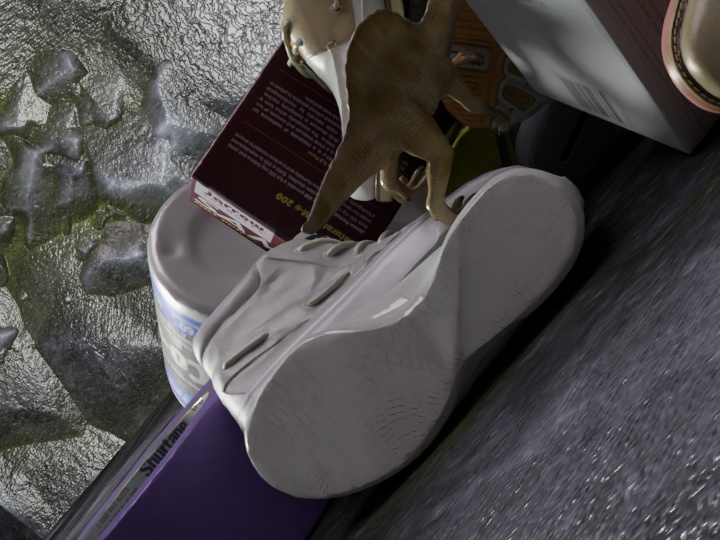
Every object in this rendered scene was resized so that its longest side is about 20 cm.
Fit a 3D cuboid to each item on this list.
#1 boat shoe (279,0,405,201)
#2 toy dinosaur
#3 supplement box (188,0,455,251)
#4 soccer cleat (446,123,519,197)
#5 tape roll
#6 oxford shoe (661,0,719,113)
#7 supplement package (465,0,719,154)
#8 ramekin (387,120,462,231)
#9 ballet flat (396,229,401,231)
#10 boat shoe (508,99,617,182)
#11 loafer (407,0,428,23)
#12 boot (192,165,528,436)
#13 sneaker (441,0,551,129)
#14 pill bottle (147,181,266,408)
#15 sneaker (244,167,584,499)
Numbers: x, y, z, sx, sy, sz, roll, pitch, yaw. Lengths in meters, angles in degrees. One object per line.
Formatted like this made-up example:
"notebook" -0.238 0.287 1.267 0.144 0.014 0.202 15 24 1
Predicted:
"boat shoe" -0.009 -0.127 0.824 0.075 0.068 0.201 92 178 -65
"toy dinosaur" 0.017 -0.068 0.716 0.058 0.101 0.200 4 52 39
"supplement box" -0.001 -0.098 0.885 0.200 0.109 0.061 -57 0 -14
"soccer cleat" 0.094 -0.107 0.952 0.065 0.084 0.200 -4 34 40
"tape roll" -0.097 0.146 0.875 0.200 0.085 0.200 -49 4 5
"oxford shoe" 0.187 -0.141 0.556 0.200 0.071 0.074 -51 8 -1
"supplement package" 0.148 -0.173 0.683 0.200 0.110 0.114 -50 40 -6
"ramekin" 0.036 -0.099 1.022 0.200 0.097 0.201 19 -90 -73
"ballet flat" 0.041 -0.002 0.915 0.071 0.069 0.200 -33 4 -17
"boat shoe" 0.127 -0.142 0.817 0.200 0.072 0.062 -63 38 24
"loafer" 0.078 -0.192 0.850 0.070 0.075 0.201 5 -79 -83
"boot" 0.000 0.000 0.793 0.200 0.096 0.074 -40 -40 -4
"sneaker" 0.082 -0.173 0.781 0.088 0.075 0.201 -94 13 -64
"pill bottle" -0.075 0.036 1.003 0.114 0.114 0.200 -53 -19 -29
"sneaker" 0.033 0.032 0.728 0.200 0.075 0.088 -42 -5 13
